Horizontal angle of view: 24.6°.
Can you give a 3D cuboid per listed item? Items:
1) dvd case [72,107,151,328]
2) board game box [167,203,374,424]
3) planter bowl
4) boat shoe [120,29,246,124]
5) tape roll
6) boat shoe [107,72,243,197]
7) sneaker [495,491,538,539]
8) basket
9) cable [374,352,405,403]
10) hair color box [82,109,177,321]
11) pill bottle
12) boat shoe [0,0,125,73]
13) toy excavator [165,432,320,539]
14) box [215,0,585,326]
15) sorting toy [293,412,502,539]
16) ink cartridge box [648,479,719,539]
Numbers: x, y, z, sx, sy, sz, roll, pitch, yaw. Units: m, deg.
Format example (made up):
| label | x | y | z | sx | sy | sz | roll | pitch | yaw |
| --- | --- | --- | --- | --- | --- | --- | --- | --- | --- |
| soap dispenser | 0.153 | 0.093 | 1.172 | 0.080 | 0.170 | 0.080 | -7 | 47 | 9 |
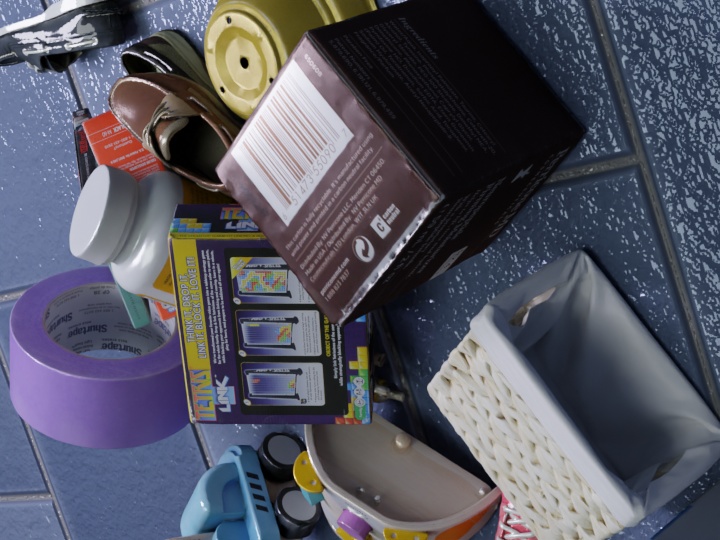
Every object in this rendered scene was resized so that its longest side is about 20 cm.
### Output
| label | x | y | z | sx | sy | sz | roll | pitch | yaw |
| --- | --- | --- | --- | --- | --- | --- | --- | --- | --- |
| dvd case | -0.243 | -0.054 | 1.604 | 0.200 | 0.022 | 0.147 | -115 | 6 | -59 |
| board game box | -0.072 | 0.039 | 1.415 | 0.163 | 0.057 | 0.202 | 1 | 125 | 4 |
| planter bowl | -0.077 | -0.189 | 1.437 | 0.199 | 0.083 | 0.203 | 22 | 123 | 37 |
| boat shoe | -0.153 | -0.142 | 1.547 | 0.201 | 0.066 | 0.072 | 50 | 140 | 18 |
| tape roll | -0.252 | 0.084 | 1.657 | 0.199 | 0.199 | 0.086 | 30 | 129 | 31 |
| boat shoe | -0.155 | -0.124 | 1.463 | 0.199 | 0.072 | 0.077 | 29 | 103 | 30 |
| sneaker | 0.145 | 0.247 | 1.426 | 0.073 | 0.086 | 0.203 | 11 | 117 | 40 |
| basket | 0.167 | 0.111 | 1.307 | 0.201 | 0.135 | 0.124 | 53 | 141 | 11 |
| cable | -0.053 | 0.085 | 1.555 | 0.198 | 0.051 | 0.097 | 1 | 147 | 39 |
| hair color box | -0.198 | -0.060 | 1.595 | 0.111 | 0.063 | 0.202 | -102 | -11 | -85 |
| pill bottle | -0.154 | -0.022 | 1.479 | 0.113 | 0.198 | 0.114 | -41 | 39 | 44 |
| boat shoe | -0.309 | -0.228 | 1.656 | 0.199 | 0.075 | 0.061 | -14 | 94 | 48 |
| toy excavator | -0.142 | 0.260 | 1.600 | 0.100 | 0.198 | 0.196 | 118 | 144 | -43 |
| box | 0.030 | -0.093 | 1.284 | 0.165 | 0.199 | 0.166 | 51 | 133 | 13 |
| sorting toy | 0.016 | 0.221 | 1.531 | 0.199 | 0.107 | 0.181 | 31 | 152 | 15 |
| ink cartridge box | 0.231 | 0.266 | 1.327 | 0.067 | 0.115 | 0.201 | 48 | 135 | 16 |
